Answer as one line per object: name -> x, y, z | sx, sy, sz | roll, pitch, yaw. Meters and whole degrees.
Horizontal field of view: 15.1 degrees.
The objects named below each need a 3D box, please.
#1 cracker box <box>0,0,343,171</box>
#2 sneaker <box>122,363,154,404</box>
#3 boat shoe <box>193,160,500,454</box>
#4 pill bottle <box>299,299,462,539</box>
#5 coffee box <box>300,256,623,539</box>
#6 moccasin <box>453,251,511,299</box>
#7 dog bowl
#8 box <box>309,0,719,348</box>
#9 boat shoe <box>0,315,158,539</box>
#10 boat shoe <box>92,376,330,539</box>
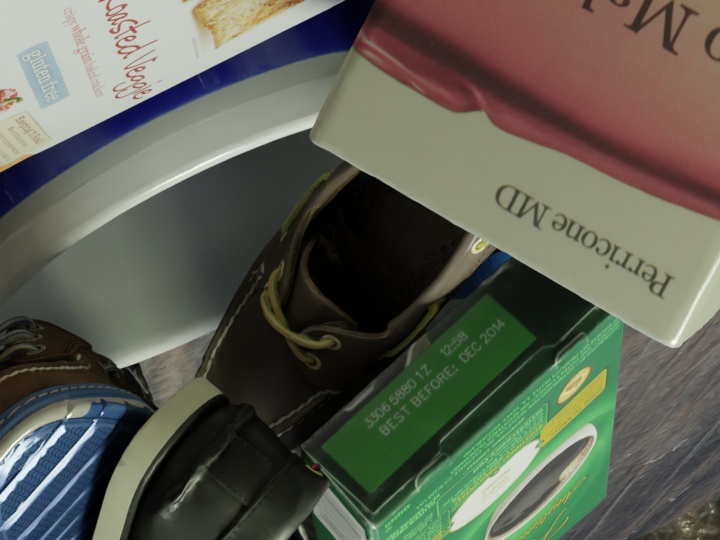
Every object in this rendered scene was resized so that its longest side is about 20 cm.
cracker box -> -0.058, -0.106, 0.817 | 0.199, 0.058, 0.134 | -28, 166, -5
sneaker -> -0.163, 0.057, 1.186 | 0.085, 0.077, 0.200 | -29, 156, 25
boat shoe -> 0.000, 0.000, 0.946 | 0.200, 0.072, 0.059 | -43, 163, 30
pill bottle -> -0.019, 0.083, 1.123 | 0.201, 0.116, 0.116 | -55, 166, -4
coffee box -> 0.038, 0.074, 0.993 | 0.123, 0.044, 0.200 | -41, 160, -13
moccasin -> 0.059, -0.086, 1.036 | 0.201, 0.068, 0.080 | -61, 155, 12
dog bowl -> -0.071, -0.039, 0.984 | 0.199, 0.079, 0.200 | -27, 165, -7
box -> 0.092, -0.099, 0.789 | 0.201, 0.127, 0.109 | -63, 170, 14
boat shoe -> -0.108, 0.058, 0.921 | 0.072, 0.072, 0.200 | -45, 166, -3
boat shoe -> -0.055, 0.108, 0.933 | 0.074, 0.063, 0.202 | -48, 169, -27
